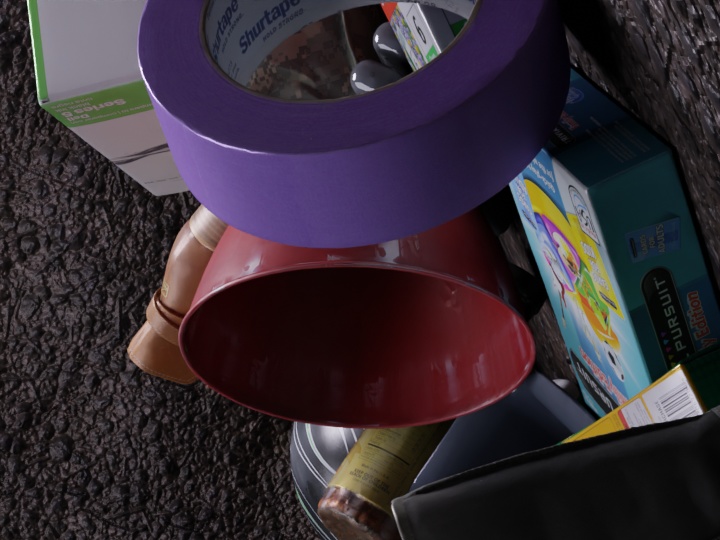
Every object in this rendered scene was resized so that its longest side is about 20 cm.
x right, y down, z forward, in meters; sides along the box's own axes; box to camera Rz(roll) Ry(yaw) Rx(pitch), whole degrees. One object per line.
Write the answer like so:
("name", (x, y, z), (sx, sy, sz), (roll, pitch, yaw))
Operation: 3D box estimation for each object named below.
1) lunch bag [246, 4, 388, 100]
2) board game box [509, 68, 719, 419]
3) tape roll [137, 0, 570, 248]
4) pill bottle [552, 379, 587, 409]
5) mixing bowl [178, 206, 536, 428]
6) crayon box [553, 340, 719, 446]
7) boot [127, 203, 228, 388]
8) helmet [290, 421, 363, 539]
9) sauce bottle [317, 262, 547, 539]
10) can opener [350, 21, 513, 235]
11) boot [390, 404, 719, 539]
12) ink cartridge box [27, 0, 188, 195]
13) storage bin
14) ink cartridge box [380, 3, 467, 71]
("lunch bag", (-0.043, -0.168, 1.472), (0.164, 0.117, 0.201), (31, -130, -76))
("board game box", (0.130, 0.009, 1.174), (0.151, 0.047, 0.201), (-127, 14, -62))
("tape roll", (-0.002, -0.105, 1.134), (0.200, 0.199, 0.066), (59, 171, 42))
("pill bottle", (0.127, 0.181, 1.533), (0.113, 0.113, 0.201), (-176, 62, -82))
("mixing bowl", (0.000, 0.000, 1.348), (0.200, 0.199, 0.109), (76, -166, -59))
("crayon box", (0.174, 0.141, 1.053), (0.201, 0.058, 0.119), (63, 145, 11))
("boot", (-0.037, 0.015, 1.477), (0.200, 0.156, 0.077), (9, -148, -42))
("helmet", (0.042, 0.133, 1.703), (0.191, 0.200, 0.200), (57, 171, 18))
("sauce bottle", (0.049, 0.085, 1.465), (0.066, 0.200, 0.066), (30, 158, 14))
("can opener", (0.052, -0.077, 1.411), (0.067, 0.053, 0.200), (26, 167, 22))
("boot", (0.133, 0.134, 0.940), (0.073, 0.199, 0.182), (112, 133, -81))
("ink cartridge box", (-0.137, -0.147, 1.504), (0.200, 0.084, 0.146), (44, -145, -68))
("storage bin", (0.120, 0.159, 1.337), (0.134, 0.146, 0.200), (34, -177, -17))
("ink cartridge box", (0.043, -0.145, 1.275), (0.201, 0.050, 0.109), (64, 174, 2))
